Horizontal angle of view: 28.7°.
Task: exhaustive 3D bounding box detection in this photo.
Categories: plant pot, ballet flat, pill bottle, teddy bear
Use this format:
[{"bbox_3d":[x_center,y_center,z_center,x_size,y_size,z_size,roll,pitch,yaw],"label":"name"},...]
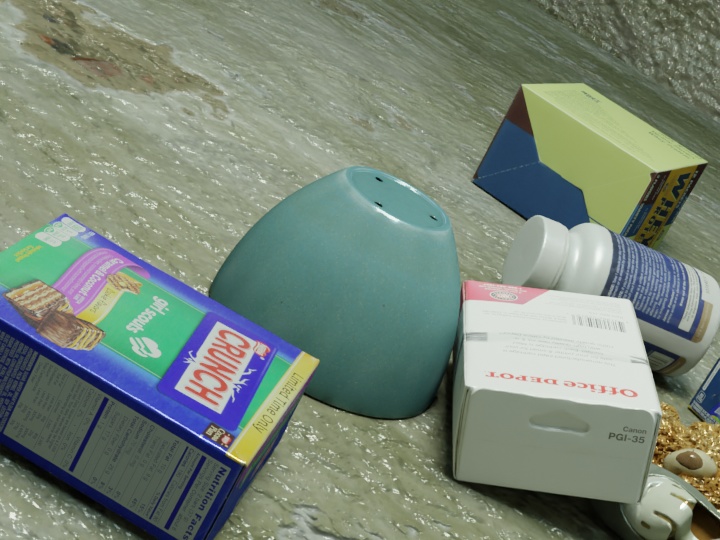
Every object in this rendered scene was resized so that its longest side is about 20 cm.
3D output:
[{"bbox_3d":[0.000,0.000,1.099,0.199,0.135,0.200,24,22,-11],"label":"plant pot"},{"bbox_3d":[0.249,0.198,1.039,0.200,0.067,0.064,41,-16,24],"label":"ballet flat"},{"bbox_3d":[0.244,0.021,1.384,0.199,0.111,0.111,22,22,-16],"label":"pill bottle"},{"bbox_3d":[0.270,0.156,1.174,0.145,0.067,0.200,34,21,20],"label":"teddy bear"}]

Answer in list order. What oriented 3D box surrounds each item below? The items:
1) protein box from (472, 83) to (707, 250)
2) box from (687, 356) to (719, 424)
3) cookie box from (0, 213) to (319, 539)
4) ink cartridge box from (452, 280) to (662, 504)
[{"bbox_3d":[0.281,-0.120,1.714,0.198,0.136,0.200,36,23,21],"label":"protein box"},{"bbox_3d":[0.406,0.165,1.324,0.070,0.065,0.200,8,29,-42],"label":"box"},{"bbox_3d":[-0.143,0.063,0.863,0.199,0.076,0.171,30,21,2],"label":"cookie box"},{"bbox_3d":[0.145,0.089,1.097,0.145,0.083,0.200,8,23,1],"label":"ink cartridge box"}]
